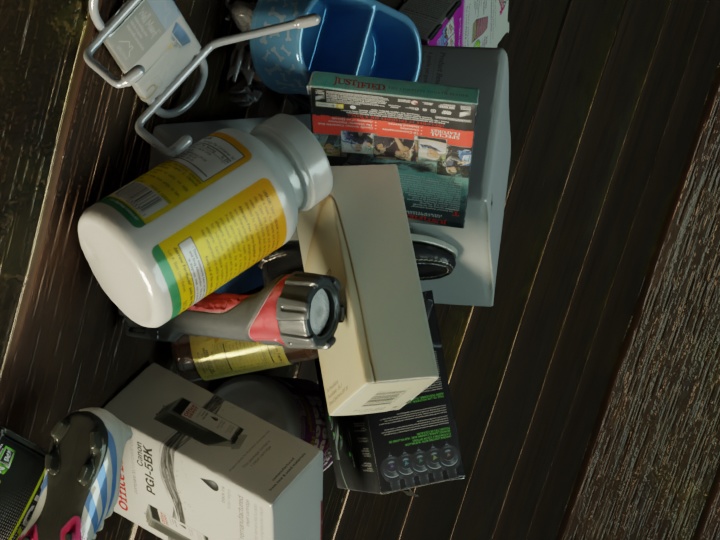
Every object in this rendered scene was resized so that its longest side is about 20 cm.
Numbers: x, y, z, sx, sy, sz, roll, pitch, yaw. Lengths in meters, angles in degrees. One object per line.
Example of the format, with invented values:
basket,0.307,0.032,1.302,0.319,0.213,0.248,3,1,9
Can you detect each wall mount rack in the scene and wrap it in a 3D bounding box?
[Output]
wall mount rack,-0.127,-0.189,1.185,0.174,0.075,0.200,-48,155,-9

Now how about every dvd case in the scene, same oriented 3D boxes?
dvd case,0.029,-0.104,1.334,0.200,0.146,0.022,88,9,-59

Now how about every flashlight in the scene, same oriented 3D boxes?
flashlight,-0.113,0.027,1.278,0.068,0.200,0.068,-47,134,-47

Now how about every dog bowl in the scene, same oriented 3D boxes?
dog bowl,-0.015,-0.199,1.332,0.200,0.049,0.112,13,93,-52

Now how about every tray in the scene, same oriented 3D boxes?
tray,-0.106,-0.083,1.341,0.200,0.022,0.108,-10,115,-43

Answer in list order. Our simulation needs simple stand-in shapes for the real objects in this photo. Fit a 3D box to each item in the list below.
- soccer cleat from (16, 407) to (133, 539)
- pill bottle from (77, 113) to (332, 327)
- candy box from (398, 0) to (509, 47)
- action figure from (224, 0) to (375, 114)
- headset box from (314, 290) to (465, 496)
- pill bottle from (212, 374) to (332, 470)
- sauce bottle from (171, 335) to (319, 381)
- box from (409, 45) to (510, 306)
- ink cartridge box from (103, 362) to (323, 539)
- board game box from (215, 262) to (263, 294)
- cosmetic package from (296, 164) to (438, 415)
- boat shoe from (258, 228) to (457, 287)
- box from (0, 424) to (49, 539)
soccer cleat,-0.236,0.211,1.218,0.200,0.070,0.086,-70,159,-2
pill bottle,-0.124,-0.049,1.238,0.200,0.113,0.113,-35,145,-26
candy box,0.101,-0.274,1.691,0.200,0.061,0.137,-52,153,-34
action figure,-0.069,-0.199,1.359,0.130,0.069,0.200,-60,146,-2
headset box,0.024,0.132,1.507,0.174,0.093,0.201,155,-74,-73
pill bottle,-0.083,0.171,1.608,0.200,0.112,0.113,14,97,-68
sauce bottle,-0.077,0.059,1.407,0.065,0.199,0.065,-11,90,-81
box,0.063,-0.099,1.544,0.200,0.171,0.199,78,18,-55
ink cartridge box,-0.138,0.197,1.384,0.083,0.200,0.147,-44,148,-40
board game box,-0.110,-0.057,1.432,0.200,0.039,0.158,-23,132,-51
cosmetic package,0.003,0.018,1.314,0.104,0.073,0.201,131,-49,-60
boat shoe,0.000,0.000,1.440,0.074,0.199,0.060,127,-38,-57
box,-0.311,0.233,1.219,0.200,0.047,0.193,-63,156,-14
